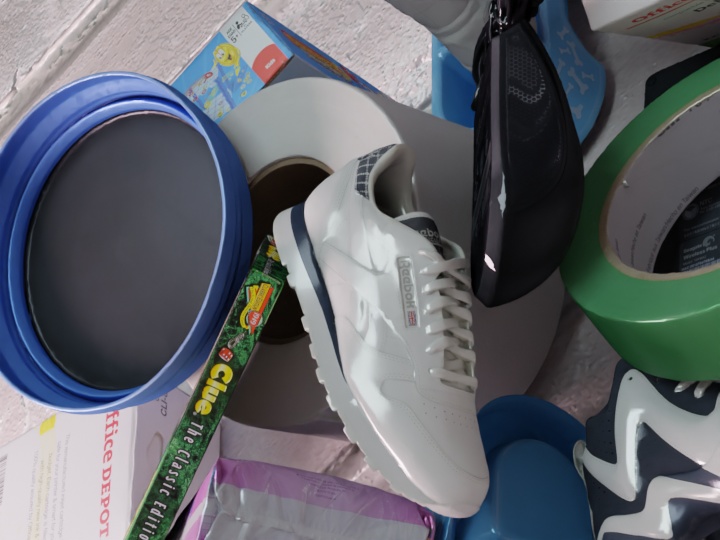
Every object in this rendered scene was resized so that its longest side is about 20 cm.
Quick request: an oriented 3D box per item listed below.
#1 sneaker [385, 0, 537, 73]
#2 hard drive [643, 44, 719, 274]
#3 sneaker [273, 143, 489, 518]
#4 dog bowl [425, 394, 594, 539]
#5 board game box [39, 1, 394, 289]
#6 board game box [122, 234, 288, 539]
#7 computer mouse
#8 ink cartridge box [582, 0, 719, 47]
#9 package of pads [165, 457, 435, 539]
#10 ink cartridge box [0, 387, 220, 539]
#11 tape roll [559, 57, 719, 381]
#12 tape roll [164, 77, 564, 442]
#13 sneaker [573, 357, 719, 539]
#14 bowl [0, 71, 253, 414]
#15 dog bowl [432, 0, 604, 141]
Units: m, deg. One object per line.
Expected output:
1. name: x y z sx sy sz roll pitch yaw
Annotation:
1. sneaker: 0.039 -0.211 1.206 0.074 0.115 0.200 -43 36 18
2. hard drive: 0.217 -0.048 1.051 0.139 0.033 0.200 -22 47 37
3. sneaker: 0.023 0.028 0.956 0.080 0.076 0.200 -35 61 19
4. dog bowl: 0.082 0.161 0.977 0.050 0.111 0.200 -38 37 44
5. board game box: -0.073 -0.053 1.237 0.196 0.200 0.056 -46 60 10
6. board game box: -0.087 0.082 1.028 0.105 0.023 0.200 -92 27 -77
7. computer mouse: 0.088 -0.072 0.990 0.139 0.053 0.201 101 173 -60
8. ink cartridge box: 0.190 -0.176 1.040 0.117 0.200 0.068 -23 77 36
9. package of pads: -0.044 0.165 1.027 0.200 0.120 0.076 124 162 -64
10. ink cartridge box: -0.191 0.176 1.288 0.200 0.083 0.145 -31 42 29
11. tape roll: 0.195 -0.036 0.962 0.200 0.048 0.201 -31 29 20
12. tape roll: 0.000 0.000 1.121 0.202 0.139 0.203 -10 74 40
13. sneaker: 0.183 0.067 0.956 0.199 0.079 0.130 -49 44 25
14. bowl: -0.146 -0.015 1.121 0.200 0.039 0.201 -7 77 34
15. dog bowl: 0.096 -0.146 1.240 0.111 0.050 0.200 -27 44 32
